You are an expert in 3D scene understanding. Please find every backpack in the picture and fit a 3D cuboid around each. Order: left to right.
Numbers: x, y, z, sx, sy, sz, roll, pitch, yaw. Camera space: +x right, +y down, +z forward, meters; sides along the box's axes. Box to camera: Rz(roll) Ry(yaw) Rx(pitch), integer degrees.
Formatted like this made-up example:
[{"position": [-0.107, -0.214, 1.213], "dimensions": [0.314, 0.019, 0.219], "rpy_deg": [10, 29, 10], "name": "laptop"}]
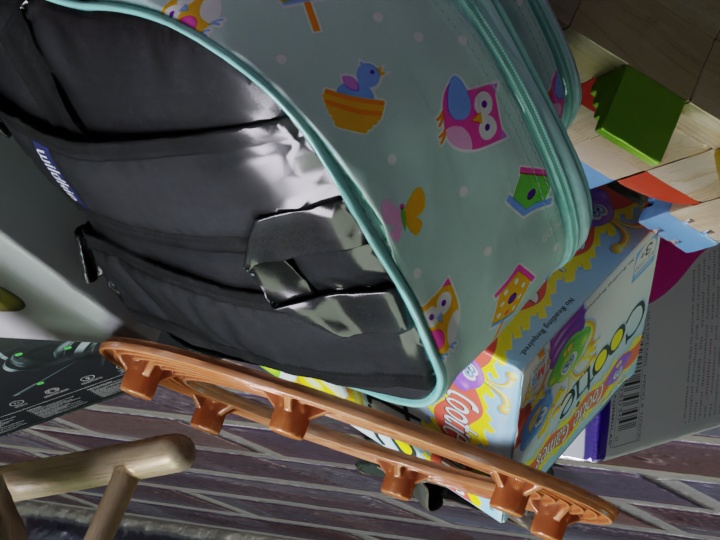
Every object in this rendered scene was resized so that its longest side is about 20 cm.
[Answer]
[{"position": [-0.016, -0.053, 0.815], "dimensions": [0.200, 0.153, 0.176], "rpy_deg": [25, 148, 57], "name": "backpack"}]

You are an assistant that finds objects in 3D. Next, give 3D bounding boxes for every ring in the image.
[{"position": [-0.003, 0.065, 0.928], "dimensions": [0.199, 0.019, 0.200], "rpy_deg": [19, 172, 3], "name": "ring"}]

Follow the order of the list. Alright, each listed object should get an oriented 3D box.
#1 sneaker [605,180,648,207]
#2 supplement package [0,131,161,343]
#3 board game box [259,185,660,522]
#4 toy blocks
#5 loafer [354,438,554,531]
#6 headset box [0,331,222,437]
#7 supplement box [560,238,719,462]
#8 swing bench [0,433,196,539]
[{"position": [0.146, -0.055, 1.056], "dimensions": [0.099, 0.078, 0.200], "rpy_deg": [-9, 178, -39], "name": "sneaker"}, {"position": [-0.179, -0.079, 0.958], "dimensions": [0.199, 0.148, 0.191], "rpy_deg": [1, 153, 40], "name": "supplement package"}, {"position": [0.011, -0.007, 1.050], "dimensions": [0.199, 0.105, 0.103], "rpy_deg": [31, 145, 21], "name": "board game box"}, {"position": [0.096, -0.071, 0.923], "dimensions": [0.199, 0.100, 0.137], "rpy_deg": [30, 163, -16], "name": "toy blocks"}, {"position": [0.076, 0.191, 2.273], "dimensions": [0.199, 0.063, 0.072], "rpy_deg": [4, 166, 32], "name": "loafer"}, {"position": [-0.193, 0.017, 1.471], "dimensions": [0.173, 0.093, 0.200], "rpy_deg": [-20, 162, 9], "name": "headset box"}, {"position": [0.115, 0.027, 1.226], "dimensions": [0.103, 0.102, 0.200], "rpy_deg": [5, -175, 31], "name": "supplement box"}, {"position": [-0.205, 0.059, 0.907], "dimensions": [0.199, 0.130, 0.199], "rpy_deg": [7, 156, 44], "name": "swing bench"}]
